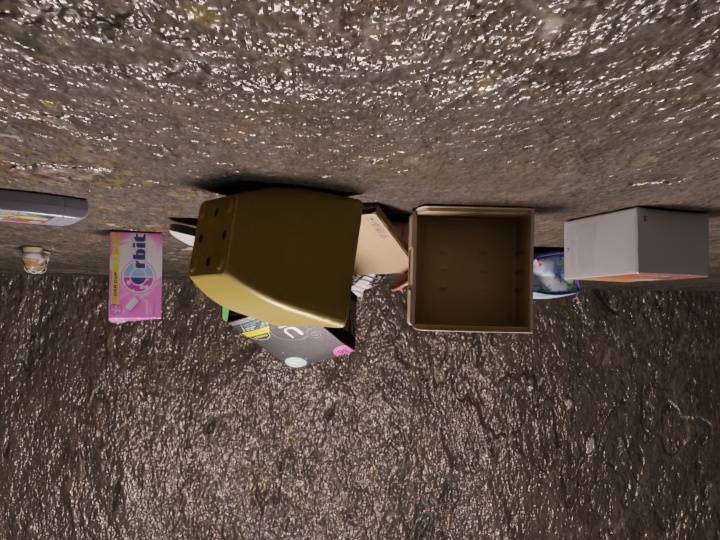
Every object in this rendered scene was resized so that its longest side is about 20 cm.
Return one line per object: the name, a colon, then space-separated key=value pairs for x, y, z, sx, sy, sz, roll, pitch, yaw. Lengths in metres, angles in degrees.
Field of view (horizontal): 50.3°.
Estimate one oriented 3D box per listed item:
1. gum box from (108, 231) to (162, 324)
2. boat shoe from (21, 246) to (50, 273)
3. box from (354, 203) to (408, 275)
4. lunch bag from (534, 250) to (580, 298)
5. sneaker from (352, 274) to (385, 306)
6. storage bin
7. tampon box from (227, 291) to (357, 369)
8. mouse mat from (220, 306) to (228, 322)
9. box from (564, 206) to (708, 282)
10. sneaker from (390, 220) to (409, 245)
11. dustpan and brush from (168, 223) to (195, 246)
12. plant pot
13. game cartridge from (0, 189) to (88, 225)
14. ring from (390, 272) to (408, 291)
gum box: x=-0.502 y=0.018 z=1.712 sx=0.112 sy=0.203 sz=0.066 roll=1 pitch=176 yaw=-19
boat shoe: x=-0.919 y=-0.025 z=2.161 sx=0.074 sy=0.069 sz=0.200 roll=2 pitch=176 yaw=-12
box: x=-0.004 y=-0.049 z=1.347 sx=0.161 sy=0.022 sz=0.200 roll=-3 pitch=151 yaw=27
lunch bag: x=0.415 y=0.012 z=1.905 sx=0.197 sy=0.129 sz=0.170 roll=-8 pitch=178 yaw=-10
sneaker: x=0.000 y=0.000 z=1.583 sx=0.066 sy=0.092 sz=0.200 roll=15 pitch=145 yaw=-19
storage bin: x=0.181 y=-0.001 z=1.281 sx=0.195 sy=0.203 sz=0.094 roll=1 pitch=178 yaw=-4
tampon box: x=-0.120 y=0.070 z=1.405 sx=0.148 sy=0.128 sz=0.200 roll=-19 pitch=139 yaw=28
mouse mat: x=-0.202 y=0.100 z=1.622 sx=0.198 sy=0.008 sz=0.162 roll=19 pitch=147 yaw=1
box: x=0.470 y=-0.039 z=1.323 sx=0.150 sy=0.108 sz=0.200 roll=3 pitch=176 yaw=-20
sneaker: x=0.054 y=-0.056 z=1.459 sx=0.103 sy=0.077 sz=0.200 roll=3 pitch=173 yaw=8
dustpan and brush: x=-0.308 y=-0.071 z=1.564 sx=0.138 sy=0.058 sz=0.200 roll=13 pitch=168 yaw=-4
plant pot: x=-0.142 y=-0.029 z=1.157 sx=0.198 sy=0.197 sz=0.194 roll=15 pitch=168 yaw=-37
game cartridge: x=-0.554 y=-0.103 z=1.248 sx=0.198 sy=0.042 sz=0.133 roll=4 pitch=171 yaw=-32
ring: x=0.140 y=-0.020 z=1.443 sx=0.200 sy=0.019 sz=0.200 roll=-38 pitch=-176 yaw=3
